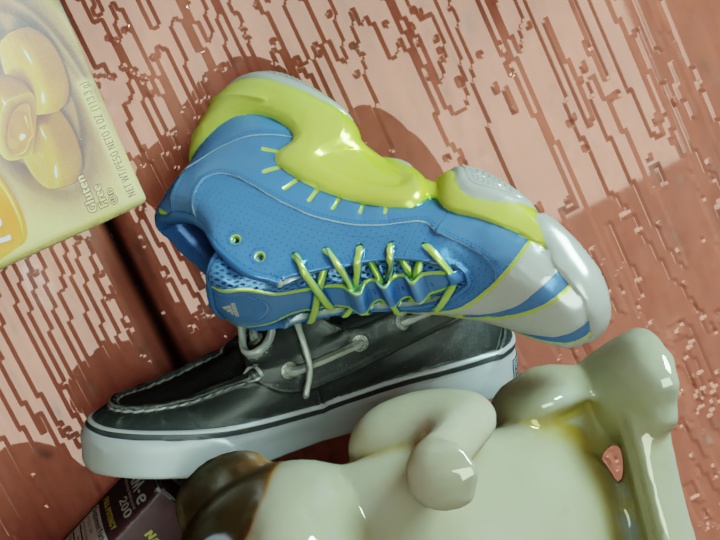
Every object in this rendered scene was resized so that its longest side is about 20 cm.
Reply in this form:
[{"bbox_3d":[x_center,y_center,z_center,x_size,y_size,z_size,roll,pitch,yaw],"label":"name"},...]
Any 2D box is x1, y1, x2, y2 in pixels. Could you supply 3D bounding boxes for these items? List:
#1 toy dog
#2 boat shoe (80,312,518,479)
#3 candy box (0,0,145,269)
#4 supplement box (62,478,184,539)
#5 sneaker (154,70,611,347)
[{"bbox_3d":[0.021,0.109,0.848,0.199,0.194,0.141,-12,96,-24],"label":"toy dog"},{"bbox_3d":[-0.027,0.037,0.893,0.198,0.074,0.069,-12,108,-9],"label":"boat shoe"},{"bbox_3d":[-0.190,-0.041,0.796,0.199,0.055,0.116,-28,96,-41],"label":"candy box"},{"bbox_3d":[-0.121,0.192,0.912,0.109,0.061,0.200,43,91,-18],"label":"supplement box"},{"bbox_3d":[0.000,0.000,0.844,0.105,0.199,0.076,-49,151,-22],"label":"sneaker"}]
